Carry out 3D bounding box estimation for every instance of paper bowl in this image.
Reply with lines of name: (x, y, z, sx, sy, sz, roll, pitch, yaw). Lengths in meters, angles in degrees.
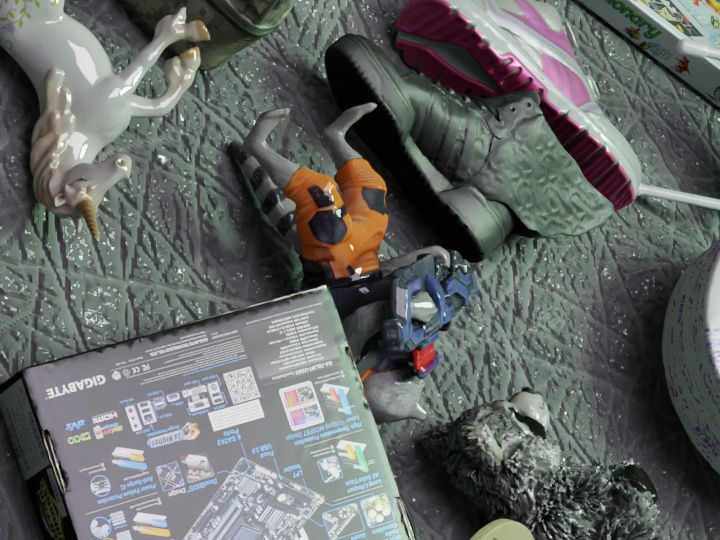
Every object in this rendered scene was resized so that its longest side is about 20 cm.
paper bowl: (0.292, 0.064, 1.858, 0.200, 0.104, 0.202, 8, 67, -20)

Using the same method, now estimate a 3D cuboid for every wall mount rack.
wall mount rack: (0.268, -0.103, 1.912, 0.074, 0.201, 0.173, 40, 37, 26)

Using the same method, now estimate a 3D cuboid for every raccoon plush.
raccoon plush: (0.100, 0.171, 1.671, 0.133, 0.097, 0.201, 17, 59, -26)

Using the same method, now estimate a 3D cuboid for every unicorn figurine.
unicorn figurine: (-0.155, -0.115, 1.586, 0.137, 0.074, 0.200, -35, 76, -18)

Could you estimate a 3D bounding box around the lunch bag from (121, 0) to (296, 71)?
lunch bag: (-0.052, -0.243, 1.673, 0.139, 0.167, 0.200, 48, 46, -14)

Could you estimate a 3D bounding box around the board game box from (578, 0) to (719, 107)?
board game box: (0.219, -0.211, 1.994, 0.200, 0.035, 0.127, 33, 51, -26)

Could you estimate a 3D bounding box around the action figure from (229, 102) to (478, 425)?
action figure: (0.000, 0.000, 1.682, 0.200, 0.104, 0.194, -2, 75, -74)

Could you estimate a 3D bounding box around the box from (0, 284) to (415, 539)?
box: (-0.075, 0.127, 1.530, 0.199, 0.050, 0.199, -16, 83, -31)

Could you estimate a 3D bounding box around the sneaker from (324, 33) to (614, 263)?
sneaker: (0.069, -0.086, 1.762, 0.104, 0.060, 0.200, -41, 104, -22)

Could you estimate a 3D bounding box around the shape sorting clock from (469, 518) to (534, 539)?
shape sorting clock: (0.054, 0.235, 1.561, 0.200, 0.039, 0.201, -44, 144, -44)

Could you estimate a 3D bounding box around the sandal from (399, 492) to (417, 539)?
sandal: (0.007, 0.150, 1.624, 0.076, 0.043, 0.201, -25, 88, -45)

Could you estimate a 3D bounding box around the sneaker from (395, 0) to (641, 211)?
sneaker: (0.117, -0.124, 1.829, 0.200, 0.081, 0.088, 48, 48, -15)
